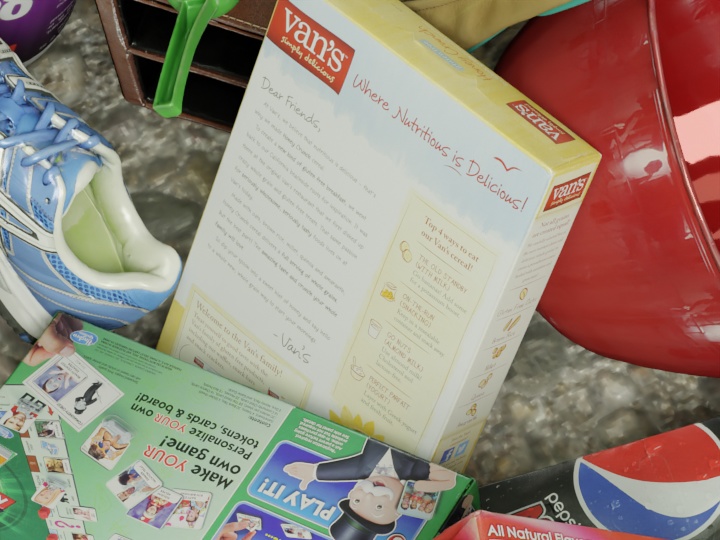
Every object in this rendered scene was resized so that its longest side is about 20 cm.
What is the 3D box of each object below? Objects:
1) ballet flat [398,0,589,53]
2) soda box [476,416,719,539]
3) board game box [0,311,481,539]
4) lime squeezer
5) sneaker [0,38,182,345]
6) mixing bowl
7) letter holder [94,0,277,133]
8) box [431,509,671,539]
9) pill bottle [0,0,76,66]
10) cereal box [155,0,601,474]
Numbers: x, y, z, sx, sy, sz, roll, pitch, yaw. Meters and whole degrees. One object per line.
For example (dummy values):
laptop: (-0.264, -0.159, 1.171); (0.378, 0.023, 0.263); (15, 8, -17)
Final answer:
ballet flat: (0.056, -0.124, 0.913); (0.063, 0.199, 0.069); (43, 54, -17)
soda box: (0.121, 0.106, 0.943); (0.198, 0.071, 0.064); (-16, 59, -2)
board game box: (-0.072, 0.102, 0.919); (0.199, 0.029, 0.135); (20, 58, 26)
lime squeezer: (-0.075, -0.149, 0.986); (0.037, 0.070, 0.202); (-12, 71, 30)
sneaker: (-0.143, -0.056, 0.976); (0.077, 0.200, 0.076); (-10, 37, 42)
mixing bowl: (0.115, -0.040, 0.972); (0.108, 0.200, 0.202); (-17, 58, 27)
letter holder: (-0.013, -0.164, 1.088); (0.141, 0.101, 0.201); (17, 65, 13)
box: (0.100, 0.157, 0.849); (0.199, 0.095, 0.100); (13, 55, -31)
pill bottle: (-0.166, -0.155, 1.036); (0.111, 0.200, 0.113); (7, 65, -16)
cereal box: (0.000, 0.000, 0.950); (0.144, 0.201, 0.039); (40, 34, 26)
